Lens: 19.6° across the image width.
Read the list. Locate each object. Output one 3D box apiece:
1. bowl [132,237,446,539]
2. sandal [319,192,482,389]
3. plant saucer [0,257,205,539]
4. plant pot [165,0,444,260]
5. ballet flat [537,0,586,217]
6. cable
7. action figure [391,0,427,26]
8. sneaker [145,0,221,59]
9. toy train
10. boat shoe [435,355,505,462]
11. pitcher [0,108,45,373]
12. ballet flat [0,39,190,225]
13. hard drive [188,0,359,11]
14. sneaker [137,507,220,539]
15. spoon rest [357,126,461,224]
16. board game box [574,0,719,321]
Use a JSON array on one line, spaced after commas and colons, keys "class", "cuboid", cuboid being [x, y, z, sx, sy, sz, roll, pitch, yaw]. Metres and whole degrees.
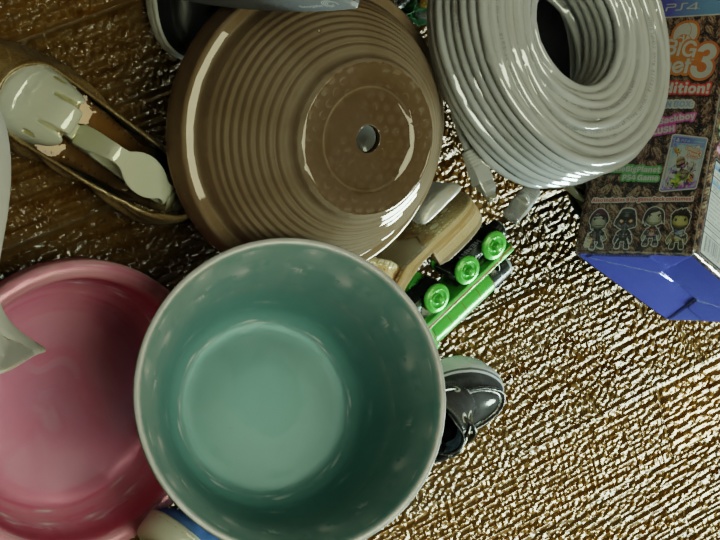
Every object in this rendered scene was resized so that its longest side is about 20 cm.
[{"class": "bowl", "cuboid": [-0.055, 0.085, 1.350, 0.200, 0.105, 0.202, 2, 82, -15]}, {"class": "sandal", "cuboid": [-0.003, 0.000, 1.468, 0.212, 0.078, 0.070, -45, 114, -25]}, {"class": "plant saucer", "cuboid": [-0.196, 0.088, 1.376, 0.200, 0.051, 0.202, -6, 103, -30]}, {"class": "plant pot", "cuboid": [-0.018, -0.088, 1.351, 0.200, 0.093, 0.202, -7, 103, -30]}, {"class": "ballet flat", "cuboid": [0.150, -0.119, 1.538, 0.073, 0.073, 0.200, -38, 120, -20]}, {"class": "cable", "cuboid": [0.129, -0.157, 1.417, 0.200, 0.069, 0.201, -36, 106, -40]}, {"class": "action figure", "cuboid": [0.084, -0.235, 1.485, 0.200, 0.055, 0.118, -37, 120, -16]}, {"class": "sneaker", "cuboid": [-0.074, -0.231, 1.349, 0.073, 0.112, 0.201, 16, 91, -32]}, {"class": "toy train", "cuboid": [0.039, 0.040, 1.519, 0.200, 0.042, 0.057, -41, 128, -18]}, {"class": "boat shoe", "cuboid": [0.047, 0.108, 1.492, 0.200, 0.066, 0.070, 0, 120, -50]}, {"class": "pitcher", "cuboid": [-0.290, -0.032, 1.262, 0.171, 0.121, 0.201, -9, 97, 10]}, {"class": "ballet flat", "cuboid": [-0.179, -0.086, 1.338, 0.200, 0.072, 0.068, 37, 82, -31]}, {"class": "hard drive", "cuboid": [-0.080, -0.231, 1.292, 0.042, 0.199, 0.136, -1, 100, -51]}, {"class": "sneaker", "cuboid": [-0.071, 0.172, 1.431, 0.111, 0.077, 0.200, -57, 144, -9]}, {"class": "spoon rest", "cuboid": [-0.013, -0.119, 1.452, 0.099, 0.061, 0.200, -43, 105, -19]}, {"class": "board game box", "cuboid": [0.250, -0.080, 1.534, 0.159, 0.097, 0.201, 32, 65, -51]}]
